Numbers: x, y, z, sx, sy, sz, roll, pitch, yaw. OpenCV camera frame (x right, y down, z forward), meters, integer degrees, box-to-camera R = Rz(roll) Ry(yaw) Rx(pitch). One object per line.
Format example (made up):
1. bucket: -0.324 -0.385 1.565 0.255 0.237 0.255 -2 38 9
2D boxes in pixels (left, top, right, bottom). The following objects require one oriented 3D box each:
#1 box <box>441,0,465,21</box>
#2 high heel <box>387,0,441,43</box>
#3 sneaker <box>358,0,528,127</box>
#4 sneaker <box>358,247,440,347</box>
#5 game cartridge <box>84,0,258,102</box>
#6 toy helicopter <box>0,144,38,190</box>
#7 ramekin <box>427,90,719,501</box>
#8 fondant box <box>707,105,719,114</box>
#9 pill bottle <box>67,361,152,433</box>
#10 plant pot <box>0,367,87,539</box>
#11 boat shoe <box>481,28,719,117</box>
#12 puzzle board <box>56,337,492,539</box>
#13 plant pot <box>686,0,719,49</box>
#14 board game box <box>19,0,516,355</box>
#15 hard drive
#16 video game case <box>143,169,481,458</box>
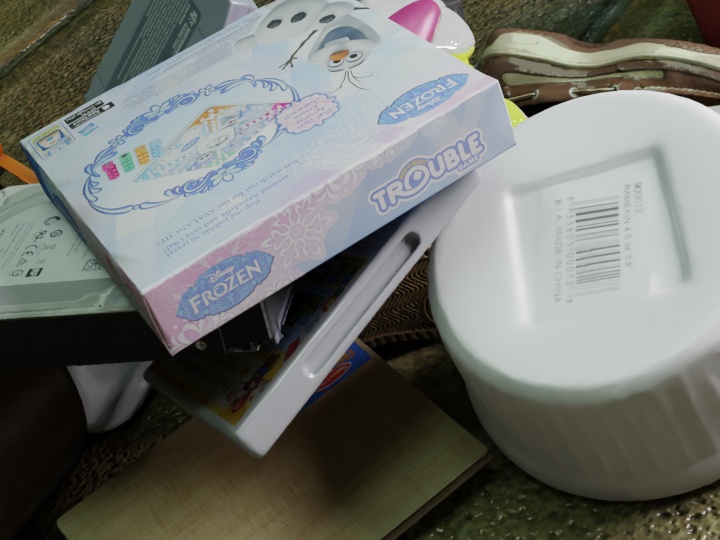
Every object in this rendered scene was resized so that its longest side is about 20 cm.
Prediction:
1. box: -0.037 -0.171 1.145 0.158 0.049 0.199 -25 21 -36
2. high heel: -0.044 -0.106 0.856 0.200 0.096 0.067 -45 19 6
3. sneaker: 0.045 -0.094 0.936 0.075 0.106 0.201 -11 49 -21
4. sneaker: 0.000 0.000 0.911 0.199 0.070 0.109 -22 34 5
5. game cartridge: -0.149 -0.157 1.126 0.040 0.200 0.134 6 42 -38
6. toy helicopter: -0.331 -0.073 1.091 0.132 0.200 0.079 -37 31 7
7. ramekin: 0.130 0.006 0.737 0.199 0.098 0.202 -14 54 20
8. fondant box: 0.203 -0.036 0.853 0.199 0.059 0.145 -6 36 26
9. pill bottle: -0.238 0.041 0.951 0.199 0.114 0.114 2 39 34
10. plant pot: -0.269 0.114 0.805 0.199 0.202 0.198 3 33 34
11. boat shoe: 0.175 -0.114 0.993 0.201 0.075 0.075 10 78 31
12. puzzle board: -0.049 0.122 0.785 0.199 0.017 0.151 -36 45 -17
13. plant pot: 0.298 -0.244 0.992 0.175 0.201 0.200 -23 30 18
14. board game box: -0.055 -0.065 0.748 0.199 0.044 0.199 -31 35 -13
15. hard drive: -0.128 -0.005 0.777 0.198 0.038 0.140 -3 34 14
16. video game case: -0.034 0.008 0.797 0.182 0.023 0.200 -51 20 -10
